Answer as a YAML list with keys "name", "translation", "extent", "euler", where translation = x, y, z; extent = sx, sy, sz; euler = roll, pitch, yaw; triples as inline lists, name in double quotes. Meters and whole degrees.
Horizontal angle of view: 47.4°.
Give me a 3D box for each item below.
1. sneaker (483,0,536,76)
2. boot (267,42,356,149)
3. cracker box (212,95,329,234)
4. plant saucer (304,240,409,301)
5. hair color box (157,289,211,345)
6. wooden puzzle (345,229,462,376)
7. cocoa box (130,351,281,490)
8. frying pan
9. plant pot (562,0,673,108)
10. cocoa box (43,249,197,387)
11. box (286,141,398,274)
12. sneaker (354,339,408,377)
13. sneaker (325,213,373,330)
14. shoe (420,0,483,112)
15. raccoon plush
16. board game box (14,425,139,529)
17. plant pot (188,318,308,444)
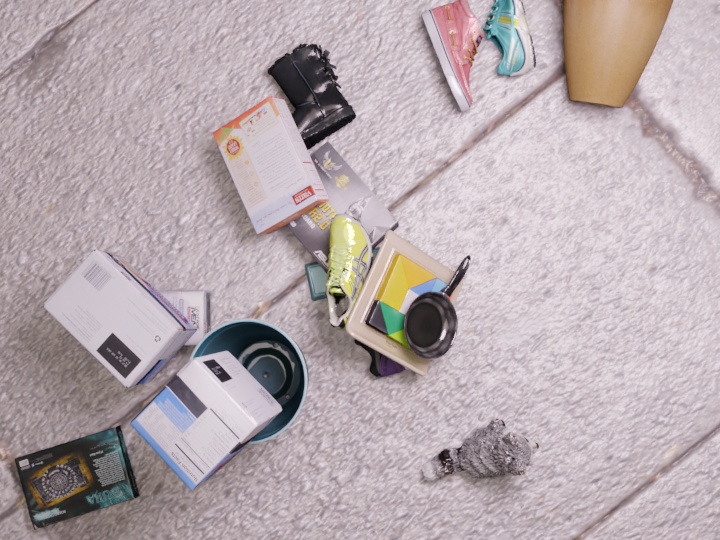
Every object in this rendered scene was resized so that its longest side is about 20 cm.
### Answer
- name: "sneaker"
  translation: [0.258, -0.449, 1.477]
  extent: [0.079, 0.077, 0.201]
  euler: [-14, 85, 12]
- name: "boot"
  translation: [-0.118, -0.307, 1.494]
  extent: [0.197, 0.073, 0.163]
  euler: [-30, 81, 5]
- name: "cracker box"
  translation: [-0.156, -0.181, 1.430]
  extent: [0.133, 0.058, 0.201]
  euler: [-26, 84, 22]
- name: "plant saucer"
  translation: [0.000, 0.000, 1.492]
  extent: [0.199, 0.019, 0.070]
  euler: [-13, 86, 2]
- name: "hair color box"
  translation: [-0.374, 0.086, 1.492]
  extent: [0.198, 0.061, 0.100]
  euler: [-1, 87, 5]
- name: "wooden puzzle"
  translation: [0.083, 0.057, 1.409]
  extent: [0.184, 0.037, 0.201]
  euler: [31, 72, -27]
- name: "cocoa box"
  translation: [-0.221, 0.214, 1.207]
  extent: [0.131, 0.200, 0.133]
  euler: [-45, 85, 1]
- name: "frying pan"
  translation: [0.123, 0.056, 1.397]
  extent: [0.114, 0.031, 0.191]
  euler: [14, 82, -32]
- name: "plant pot"
  translation: [0.426, -0.389, 1.419]
  extent: [0.185, 0.186, 0.201]
  euler: [11, 101, 5]
- name: "cocoa box"
  translation: [-0.404, 0.082, 1.398]
  extent: [0.200, 0.131, 0.133]
  euler: [43, 90, 5]
- name: "box"
  translation: [-0.052, -0.106, 1.477]
  extent: [0.158, 0.048, 0.200]
  euler: [-40, 80, 0]
- name: "sneaker"
  translation: [0.021, 0.093, 1.451]
  extent: [0.087, 0.076, 0.201]
  euler: [-19, 92, 9]
- name: "sneaker"
  translation: [-0.023, 0.004, 1.390]
  extent: [0.075, 0.076, 0.202]
  euler: [-3, 95, 22]
- name: "shoe"
  translation: [0.184, -0.391, 1.476]
  extent: [0.090, 0.071, 0.201]
  euler: [-21, 81, 8]
- name: "raccoon plush"
  translation: [0.207, 0.333, 1.396]
  extent: [0.199, 0.134, 0.097]
  euler: [-33, 86, 1]
- name: "board game box"
  translation: [-0.518, 0.378, 1.499]
  extent: [0.199, 0.028, 0.136]
  euler: [-17, 86, 2]
- name: "plant pot"
  translation: [-0.176, 0.183, 1.407]
  extent: [0.199, 0.188, 0.202]
  euler: [0, 87, 5]
